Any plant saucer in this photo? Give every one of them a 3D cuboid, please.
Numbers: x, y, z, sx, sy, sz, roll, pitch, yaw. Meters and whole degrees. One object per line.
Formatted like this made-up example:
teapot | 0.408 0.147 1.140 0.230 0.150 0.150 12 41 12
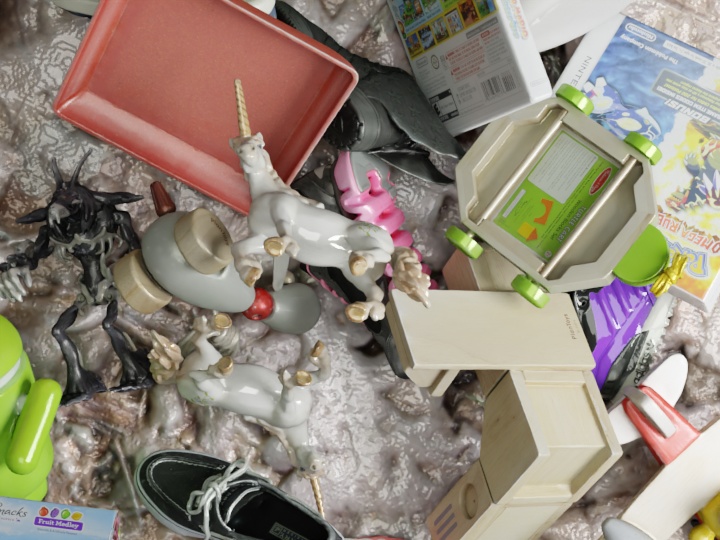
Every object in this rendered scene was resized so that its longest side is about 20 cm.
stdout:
plant saucer | -0.122 -0.149 1.311 0.199 0.200 0.037 28 48 -9

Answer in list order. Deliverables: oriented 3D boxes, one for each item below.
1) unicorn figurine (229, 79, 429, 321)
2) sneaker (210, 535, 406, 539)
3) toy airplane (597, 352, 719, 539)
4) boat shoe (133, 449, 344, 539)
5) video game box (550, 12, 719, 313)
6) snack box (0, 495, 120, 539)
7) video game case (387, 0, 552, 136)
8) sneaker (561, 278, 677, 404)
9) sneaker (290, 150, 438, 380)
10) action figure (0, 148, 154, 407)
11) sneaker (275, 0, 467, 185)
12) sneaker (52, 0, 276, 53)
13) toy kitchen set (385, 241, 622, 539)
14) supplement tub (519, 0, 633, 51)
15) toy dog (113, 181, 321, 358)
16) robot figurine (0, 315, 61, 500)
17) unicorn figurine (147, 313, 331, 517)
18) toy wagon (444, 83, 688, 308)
unicorn figurine | -0.042 -0.033 1.242 0.200 0.137 0.074 35 115 -13
sneaker | -0.039 0.247 1.361 0.199 0.087 0.074 3 95 -1
toy airplane | 0.278 0.165 1.311 0.198 0.141 0.201 0 109 -17
boat shoe | -0.103 0.190 1.335 0.199 0.068 0.074 27 68 25
video game box | 0.235 -0.092 1.332 0.200 0.047 0.183 29 88 23
snack box | -0.273 0.241 1.303 0.168 0.200 0.068 8 58 -2
video game case | 0.072 -0.202 1.293 0.023 0.200 0.183 -21 93 -17
sneaker | 0.210 0.006 1.366 0.099 0.070 0.201 20 91 1
sneaker | 0.000 0.000 1.371 0.095 0.079 0.201 -17 97 27
action figure | -0.225 0.005 1.344 0.118 0.102 0.201 -11 94 11
sneaker | -0.003 -0.147 1.359 0.200 0.104 0.060 52 128 29
sneaker | -0.159 -0.201 1.349 0.199 0.085 0.075 13 51 22
toy kitchen set | 0.072 0.105 1.340 0.163 0.181 0.200 3 53 -27
supplement tub | 0.127 -0.287 1.306 0.144 0.145 0.200 -25 79 0
toy dog | -0.114 -0.010 1.322 0.132 0.200 0.097 -18 64 9
robot figurine | -0.312 0.113 1.317 0.175 0.116 0.201 7 122 26
unicorn figurine | -0.079 0.103 1.339 0.200 0.137 0.074 31 54 1
toy wagon | 0.168 -0.045 1.295 0.200 0.040 0.155 38 90 21
